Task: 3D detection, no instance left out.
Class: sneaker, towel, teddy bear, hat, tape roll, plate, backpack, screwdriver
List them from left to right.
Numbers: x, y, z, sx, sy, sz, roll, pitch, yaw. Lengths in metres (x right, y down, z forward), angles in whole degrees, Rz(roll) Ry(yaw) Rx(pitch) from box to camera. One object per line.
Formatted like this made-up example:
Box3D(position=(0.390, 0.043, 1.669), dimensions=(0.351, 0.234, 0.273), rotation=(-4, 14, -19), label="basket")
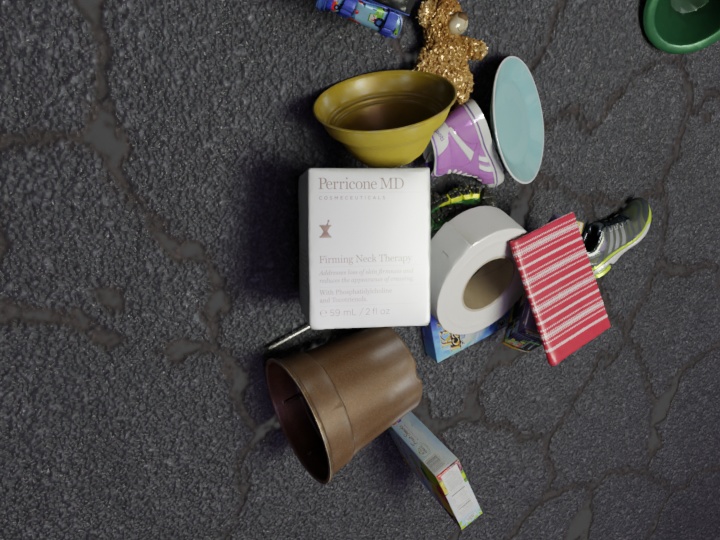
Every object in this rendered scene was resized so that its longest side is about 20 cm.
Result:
Box3D(position=(-0.059, 0.080, 0.974), dimensions=(0.197, 0.029, 0.028), rotation=(-30, 120, -21), label="screwdriver")
Box3D(position=(-0.024, -0.393, 0.739), dimensions=(0.195, 0.184, 0.137), rotation=(15, 119, -17), label="backpack")
Box3D(position=(0.121, -0.081, 0.986), dimensions=(0.195, 0.080, 0.086), rotation=(-5, 149, -12), label="sneaker")
Box3D(position=(0.135, -0.308, 0.915), dimensions=(0.142, 0.067, 0.205), rotation=(-1, 110, -30), label="teddy bear")
Box3D(position=(0.158, -0.178, 0.967), dimensions=(0.113, 0.073, 0.200), rotation=(-35, 144, 8), label="sneaker")
Box3D(position=(0.185, 0.002, 0.969), dimensions=(0.198, 0.071, 0.206), rotation=(-19, 133, -21), label="tape roll")
Box3D(position=(0.252, -0.243, 0.987), dimensions=(0.198, 0.025, 0.206), rotation=(3, 86, -52), label="plate")
Box3D(position=(0.311, 0.028, 0.939), dimensions=(0.142, 0.022, 0.204), rotation=(-23, 97, -28), label="towel")
Box3D(position=(0.495, -0.074, 1.192), dimensions=(0.200, 0.074, 0.081), rotation=(-47, 119, -7), label="sneaker")
Box3D(position=(0.607, -0.523, 1.116), dimensions=(0.196, 0.178, 0.167), rotation=(-18, 126, 22), label="hat")

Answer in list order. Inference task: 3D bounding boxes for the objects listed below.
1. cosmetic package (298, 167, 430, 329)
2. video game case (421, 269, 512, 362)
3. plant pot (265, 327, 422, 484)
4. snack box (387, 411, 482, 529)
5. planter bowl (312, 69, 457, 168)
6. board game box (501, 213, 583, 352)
Box3D(position=(-0.001, -0.035, 0.842), dimensions=(0.163, 0.166, 0.206), rotation=(-2, 95, -10), label="cosmetic package")
Box3D(position=(0.186, 0.039, 1.084), dimensions=(0.178, 0.045, 0.204), rotation=(-23, 118, -18), label="video game case")
Box3D(position=(-0.019, 0.192, 0.953), dimensions=(0.195, 0.199, 0.205), rotation=(-23, 118, -26), label="plant pot")
Box3D(position=(0.120, 0.336, 1.066), dimensions=(0.052, 0.199, 0.144), rotation=(-32, 120, -13), label="snack box")
Box3D(position=(0.036, -0.199, 0.835), dimensions=(0.197, 0.201, 0.085), rotation=(-23, 130, -18), label="planter bowl")
Box3D(position=(0.311, 0.028, 1.045), dimensions=(0.055, 0.166, 0.204), rotation=(17, 75, 7), label="board game box")
